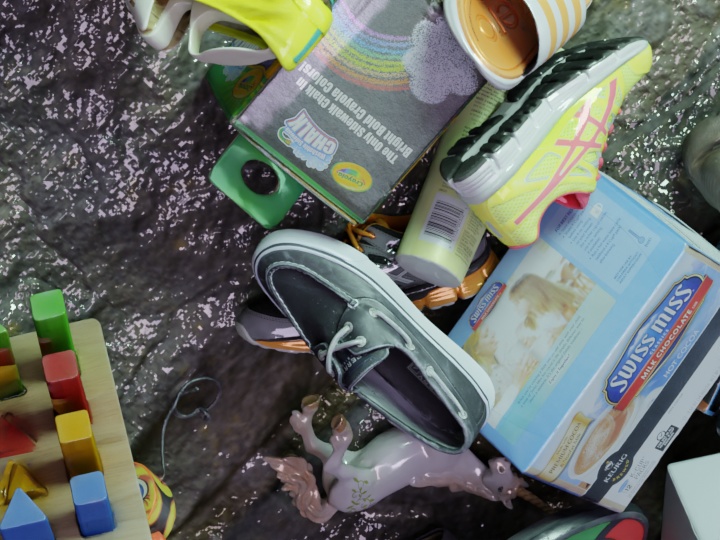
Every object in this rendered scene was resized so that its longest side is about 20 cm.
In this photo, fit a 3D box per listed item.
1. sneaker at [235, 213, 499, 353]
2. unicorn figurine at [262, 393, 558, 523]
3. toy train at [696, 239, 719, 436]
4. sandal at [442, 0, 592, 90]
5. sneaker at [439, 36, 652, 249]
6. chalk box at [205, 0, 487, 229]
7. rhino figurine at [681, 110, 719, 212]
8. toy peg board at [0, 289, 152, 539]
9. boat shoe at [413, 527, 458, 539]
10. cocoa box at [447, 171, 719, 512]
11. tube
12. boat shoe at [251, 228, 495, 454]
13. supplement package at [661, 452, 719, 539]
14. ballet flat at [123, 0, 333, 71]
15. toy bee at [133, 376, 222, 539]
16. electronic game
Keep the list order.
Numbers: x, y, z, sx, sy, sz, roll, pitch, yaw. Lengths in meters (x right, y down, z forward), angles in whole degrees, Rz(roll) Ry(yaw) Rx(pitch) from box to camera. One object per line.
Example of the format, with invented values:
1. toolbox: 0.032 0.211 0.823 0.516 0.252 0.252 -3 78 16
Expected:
1. sneaker: 0.000 0.000 1.641 0.200 0.078 0.077 -22 113 -15
2. unicorn figurine: 0.037 0.136 1.703 0.199 0.074 0.138 -15 122 9
3. toy train: 0.295 0.027 1.691 0.114 0.087 0.200 27 94 20
4. sandal: 0.122 -0.191 1.532 0.059 0.207 0.079 -34 97 36
5. sneaker: 0.140 -0.090 1.584 0.200 0.078 0.090 -42 110 -26
6. chalk box: -0.021 -0.123 1.564 0.124 0.124 0.200 39 99 -22
7. rhino figurine: 0.294 -0.049 1.626 0.060 0.200 0.087 16 125 -40
8. toy peg board: -0.260 0.117 1.548 0.199 0.200 0.098 -14 146 -6
9. boat shoe: -0.006 0.259 1.735 0.200 0.072 0.065 -26 108 -6
10. cocoa box: 0.169 0.047 1.635 0.131 0.133 0.200 25 103 -48
11. tube: 0.085 -0.086 1.613 0.200 0.052 0.058 -67 153 -15
12. boat shoe: 0.003 0.052 1.559 0.200 0.068 0.072 42 123 -5
13. supplement package: 0.298 0.237 1.723 0.117 0.117 0.200 -12 139 -7
14. ballet flat: -0.108 -0.172 1.496 0.067 0.200 0.067 39 73 -55
15. toy bee: -0.182 0.169 1.631 0.200 0.109 0.131 -44 141 23
16. electronic game: 0.132 0.240 1.716 0.200 0.042 0.200 -27 153 -15
